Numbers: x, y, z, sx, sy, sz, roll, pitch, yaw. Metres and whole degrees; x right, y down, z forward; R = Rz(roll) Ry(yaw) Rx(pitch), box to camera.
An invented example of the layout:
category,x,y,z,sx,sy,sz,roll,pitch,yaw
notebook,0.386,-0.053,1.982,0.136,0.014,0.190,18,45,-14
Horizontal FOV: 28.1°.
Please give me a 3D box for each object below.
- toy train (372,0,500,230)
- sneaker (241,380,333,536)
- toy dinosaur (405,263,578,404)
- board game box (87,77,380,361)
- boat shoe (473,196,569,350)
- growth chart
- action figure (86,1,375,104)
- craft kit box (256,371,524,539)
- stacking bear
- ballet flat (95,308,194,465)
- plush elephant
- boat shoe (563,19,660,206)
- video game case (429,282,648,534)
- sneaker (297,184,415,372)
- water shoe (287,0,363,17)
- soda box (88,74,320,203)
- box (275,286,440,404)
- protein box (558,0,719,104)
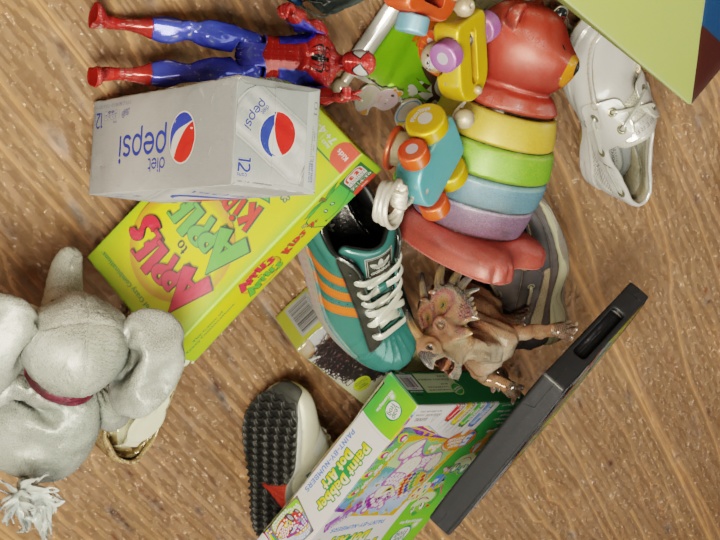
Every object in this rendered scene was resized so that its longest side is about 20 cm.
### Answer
category,x,y,z,sx,sy,sz,roll,pitch,yaw
toy train,0.035,-0.133,1.002,0.150,0.055,0.202,-5,108,-58
sneaker,-0.048,0.165,1.281,0.093,0.070,0.201,-29,135,-36
toy dinosaur,0.083,0.040,1.174,0.135,0.200,0.086,29,91,-16
board game box,-0.093,-0.042,1.045,0.200,0.102,0.048,-45,161,6
boat shoe,0.136,0.003,1.255,0.073,0.075,0.201,-26,133,-13
growth chart,0.080,-0.167,1.125,0.199,0.018,0.145,11,118,-37
action figure,-0.074,-0.145,0.957,0.198,0.099,0.066,0,93,-22
craft kit box,0.032,0.172,1.250,0.198,0.049,0.199,-51,153,21
stacking bear,0.106,-0.108,1.102,0.121,0.113,0.201,-20,130,-62
ballet flat,-0.156,0.070,1.124,0.070,0.065,0.201,5,121,-35
plush elephant,-0.213,0.061,0.989,0.164,0.200,0.155,15,120,-31
boat shoe,0.218,-0.132,1.193,0.071,0.069,0.201,-36,140,-11
video game case,0.152,0.117,1.225,0.181,0.025,0.201,-36,162,-50
sneaker,0.000,0.000,1.113,0.071,0.080,0.201,-36,115,-21
water shoe,-0.033,-0.205,0.983,0.199,0.072,0.079,-15,134,-21
soda box,-0.107,-0.081,0.940,0.063,0.199,0.069,5,87,-36
box,0.014,0.076,1.250,0.075,0.050,0.200,-44,136,5
protein box,0.161,-0.252,0.978,0.198,0.200,0.135,27,107,-43
